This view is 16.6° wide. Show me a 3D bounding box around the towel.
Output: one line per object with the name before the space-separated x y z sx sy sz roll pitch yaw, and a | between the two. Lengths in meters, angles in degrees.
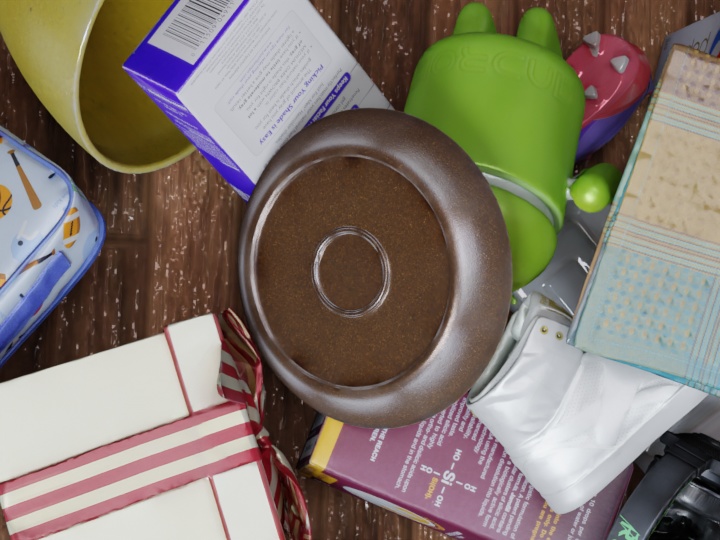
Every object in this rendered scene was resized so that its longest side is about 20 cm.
towel | 0.225 -0.023 1.515 0.146 0.022 0.201 20 83 -1

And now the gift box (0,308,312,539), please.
gift box | -0.134 0.136 1.566 0.186 0.200 0.186 -17 89 -10

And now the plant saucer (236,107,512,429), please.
plant saucer | 0.000 0.000 1.533 0.199 0.032 0.201 3 96 30

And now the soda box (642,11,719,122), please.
soda box | 0.255 -0.131 1.638 0.063 0.200 0.068 18 83 -10

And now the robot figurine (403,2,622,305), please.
robot figurine | 0.079 -0.071 1.588 0.174 0.116 0.201 6 64 14

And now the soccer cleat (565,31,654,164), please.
soccer cleat | 0.122 -0.078 1.692 0.200 0.076 0.067 -46 56 4

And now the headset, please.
headset | 0.225 0.164 1.619 0.094 0.200 0.124 30 123 23

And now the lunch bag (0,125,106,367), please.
lunch bag | -0.270 0.001 1.602 0.160 0.076 0.200 34 79 27

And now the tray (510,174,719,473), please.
tray | 0.172 0.043 1.669 0.107 0.022 0.200 -40 87 26

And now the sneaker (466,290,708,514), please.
sneaker | 0.158 0.044 1.542 0.200 0.074 0.116 -44 102 -3

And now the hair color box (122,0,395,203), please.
hair color box | -0.057 -0.110 1.611 0.065 0.200 0.109 28 76 42

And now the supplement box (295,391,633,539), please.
supplement box | 0.067 0.130 1.629 0.199 0.110 0.086 23 81 -3

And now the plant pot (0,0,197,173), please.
plant pot | -0.164 -0.185 1.622 0.142 0.200 0.200 31 78 28
